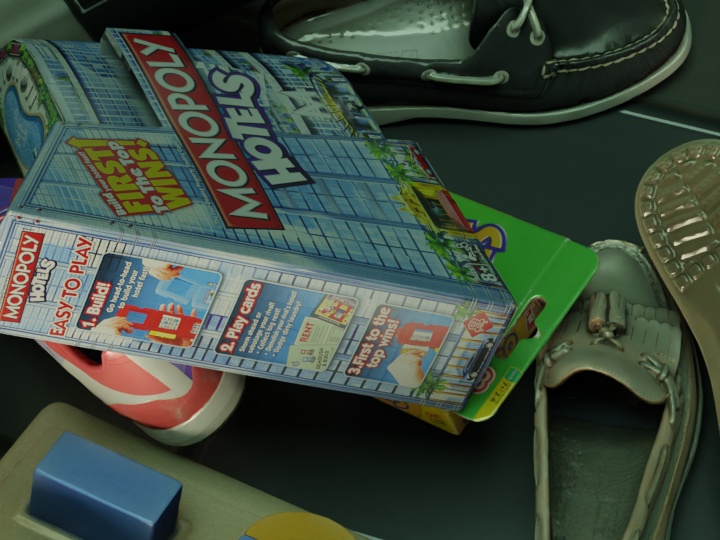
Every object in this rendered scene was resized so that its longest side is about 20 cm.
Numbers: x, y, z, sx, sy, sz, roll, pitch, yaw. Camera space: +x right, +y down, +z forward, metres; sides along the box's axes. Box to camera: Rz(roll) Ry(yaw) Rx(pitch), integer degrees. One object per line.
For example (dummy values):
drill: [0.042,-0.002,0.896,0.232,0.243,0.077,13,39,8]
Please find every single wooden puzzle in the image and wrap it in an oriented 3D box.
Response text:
wooden puzzle: [-0.079,0.129,0.881,0.185,0.046,0.200,22,36,11]

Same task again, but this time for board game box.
board game box: [0.000,0.000,0.999,0.200,0.030,0.096,22,64,34]
board game box: [-0.070,-0.032,0.922,0.200,0.062,0.200,2,41,-32]

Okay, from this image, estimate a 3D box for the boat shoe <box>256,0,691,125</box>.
boat shoe: [0.051,-0.111,1.059,0.200,0.060,0.074,-3,59,6]

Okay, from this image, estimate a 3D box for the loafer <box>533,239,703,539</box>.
loafer: [0.101,0.066,0.943,0.072,0.063,0.200,1,57,12]

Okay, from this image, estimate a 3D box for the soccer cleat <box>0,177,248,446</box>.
soccer cleat: [-0.125,0.002,0.983,0.068,0.073,0.200,-49,47,-3]

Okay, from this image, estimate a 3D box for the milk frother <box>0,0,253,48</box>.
milk frother: [-0.147,-0.161,1.084,0.188,0.200,0.181,-25,83,9]

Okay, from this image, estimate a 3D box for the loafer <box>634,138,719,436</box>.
loafer: [0.179,0.039,0.950,0.076,0.068,0.200,-26,72,22]
